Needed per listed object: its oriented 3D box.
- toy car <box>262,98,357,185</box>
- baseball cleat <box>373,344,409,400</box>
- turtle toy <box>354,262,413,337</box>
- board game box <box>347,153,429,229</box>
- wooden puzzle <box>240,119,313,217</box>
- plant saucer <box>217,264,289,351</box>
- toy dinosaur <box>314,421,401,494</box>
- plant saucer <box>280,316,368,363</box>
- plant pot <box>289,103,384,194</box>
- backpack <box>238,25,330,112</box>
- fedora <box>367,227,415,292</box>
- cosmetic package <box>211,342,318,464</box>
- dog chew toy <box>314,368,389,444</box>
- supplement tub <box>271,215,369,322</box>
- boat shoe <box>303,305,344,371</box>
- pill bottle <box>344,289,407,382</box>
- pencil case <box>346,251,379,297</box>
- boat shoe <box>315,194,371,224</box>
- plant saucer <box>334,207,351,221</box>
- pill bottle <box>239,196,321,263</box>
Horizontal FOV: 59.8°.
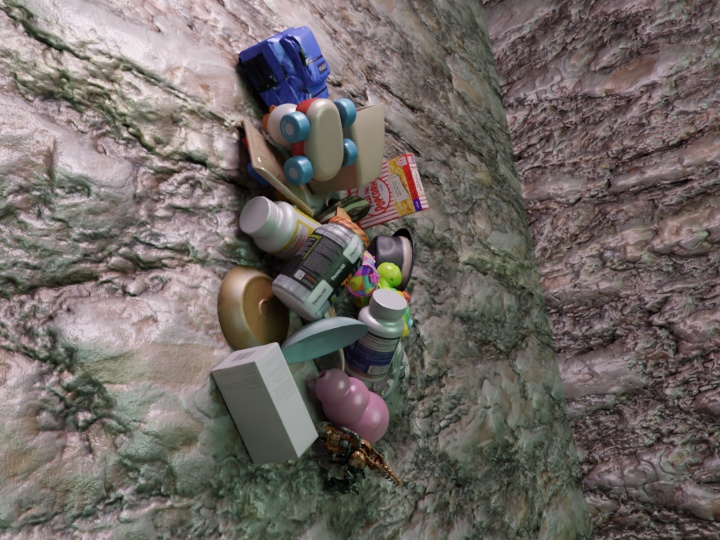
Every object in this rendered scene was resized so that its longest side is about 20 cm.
[{"bbox_3d":[-0.139,-0.297,1.383,0.184,0.200,0.177,-30,128,-43],"label":"toy car"},{"bbox_3d":[0.089,0.268,1.609,0.107,0.070,0.200,53,36,-31],"label":"baseball cleat"},{"bbox_3d":[0.068,0.081,1.555,0.101,0.145,0.201,-10,95,-48],"label":"turtle toy"},{"bbox_3d":[0.068,-0.207,1.673,0.046,0.200,0.152,-18,91,-60],"label":"board game box"},{"bbox_3d":[-0.190,-0.215,1.361,0.185,0.046,0.200,41,18,-44],"label":"wooden puzzle"},{"bbox_3d":[-0.200,0.081,1.248,0.200,0.035,0.201,33,49,-48],"label":"plant saucer"},{"bbox_3d":[-0.016,0.393,1.296,0.200,0.136,0.102,40,38,26],"label":"toy dinosaur"},{"bbox_3d":[-0.083,0.134,1.265,0.201,0.201,0.039,9,55,-58],"label":"plant saucer"},{"bbox_3d":[-0.049,-0.296,1.548,0.200,0.199,0.178,-43,123,-57],"label":"plant pot"},{"bbox_3d":[-0.159,-0.445,1.448,0.163,0.167,0.200,-51,123,-48],"label":"backpack"},{"bbox_3d":[0.066,-0.023,1.658,0.091,0.201,0.201,13,61,-23],"label":"fedora"},{"bbox_3d":[-0.173,0.244,1.139,0.081,0.113,0.200,-41,113,-58],"label":"cosmetic package"},{"bbox_3d":[-0.026,0.291,1.358,0.200,0.124,0.125,51,36,-24],"label":"dog chew toy"},{"bbox_3d":[-0.076,-0.006,1.264,0.200,0.122,0.123,-53,128,-16],"label":"supplement tub"},{"bbox_3d":[-0.071,0.141,1.399,0.072,0.076,0.201,-19,95,-63],"label":"boat shoe"},{"bbox_3d":[0.037,0.148,1.441,0.111,0.111,0.200,-36,149,-59],"label":"pill bottle"},{"bbox_3d":[0.000,0.000,1.499,0.200,0.088,0.089,-99,164,-74],"label":"pencil case"},{"bbox_3d":[-0.059,-0.148,1.583,0.075,0.075,0.202,42,34,16],"label":"boat shoe"},{"bbox_3d":[-0.049,-0.044,1.440,0.200,0.037,0.201,-174,-90,-86],"label":"plant saucer"},{"bbox_3d":[-0.157,-0.079,1.322,0.200,0.111,0.112,32,50,-50],"label":"pill bottle"}]
